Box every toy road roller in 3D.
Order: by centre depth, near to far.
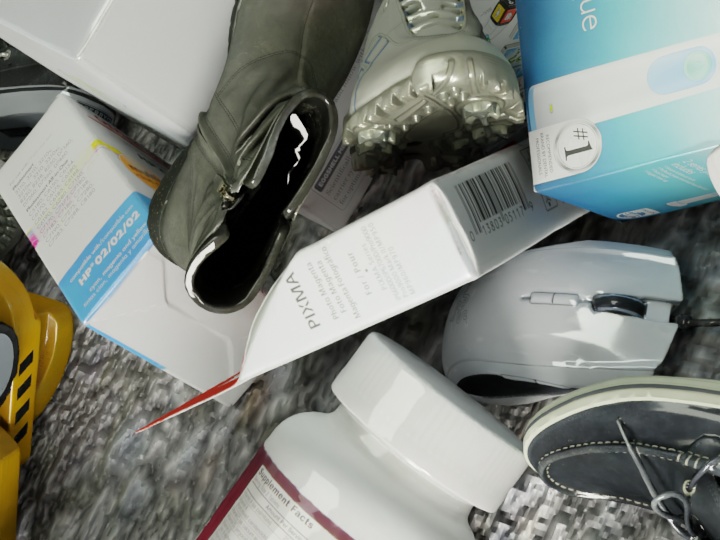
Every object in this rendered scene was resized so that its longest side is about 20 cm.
[{"bbox_3d":[-0.239,0.084,1.010,0.122,0.146,0.202,15,109,20],"label":"toy road roller"}]

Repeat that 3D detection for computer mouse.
[{"bbox_3d":[0.105,0.021,0.766,0.199,0.044,0.111,-8,61,41],"label":"computer mouse"}]

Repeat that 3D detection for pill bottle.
[{"bbox_3d":[-0.018,0.134,0.765,0.201,0.109,0.109,-54,41,3],"label":"pill bottle"}]

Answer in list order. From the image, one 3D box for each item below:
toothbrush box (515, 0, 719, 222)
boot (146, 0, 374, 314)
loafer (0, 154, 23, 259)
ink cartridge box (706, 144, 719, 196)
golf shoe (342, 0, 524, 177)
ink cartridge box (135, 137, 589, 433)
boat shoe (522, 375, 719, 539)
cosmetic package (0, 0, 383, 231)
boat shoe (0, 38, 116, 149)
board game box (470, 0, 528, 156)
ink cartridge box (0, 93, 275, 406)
[{"bbox_3d":[0.169,-0.116,0.724,0.198,0.085,0.148,-12,76,34],"label":"toothbrush box"},{"bbox_3d":[-0.030,-0.077,0.794,0.202,0.067,0.131,-66,18,0],"label":"boot"},{"bbox_3d":[-0.281,-0.011,1.152,0.199,0.075,0.070,-30,16,29],"label":"loafer"},{"bbox_3d":[0.227,0.006,0.562,0.146,0.083,0.201,-36,69,11],"label":"ink cartridge box"},{"bbox_3d":[0.026,-0.099,0.792,0.200,0.077,0.098,165,103,-82],"label":"golf shoe"},{"bbox_3d":[0.000,0.000,0.802,0.199,0.162,0.058,-20,94,31],"label":"ink cartridge box"},{"bbox_3d":[0.144,0.084,0.669,0.199,0.075,0.063,2,61,39],"label":"boat shoe"},{"bbox_3d":[-0.099,-0.139,0.945,0.199,0.199,0.124,29,86,49],"label":"cosmetic package"},{"bbox_3d":[-0.236,-0.126,1.163,0.198,0.073,0.069,2,71,44],"label":"boat shoe"},{"bbox_3d":[0.134,-0.149,0.850,0.199,0.035,0.127,-33,48,26],"label":"board game box"},{"bbox_3d":[-0.128,-0.023,0.964,0.068,0.115,0.200,-49,42,6],"label":"ink cartridge box"}]
